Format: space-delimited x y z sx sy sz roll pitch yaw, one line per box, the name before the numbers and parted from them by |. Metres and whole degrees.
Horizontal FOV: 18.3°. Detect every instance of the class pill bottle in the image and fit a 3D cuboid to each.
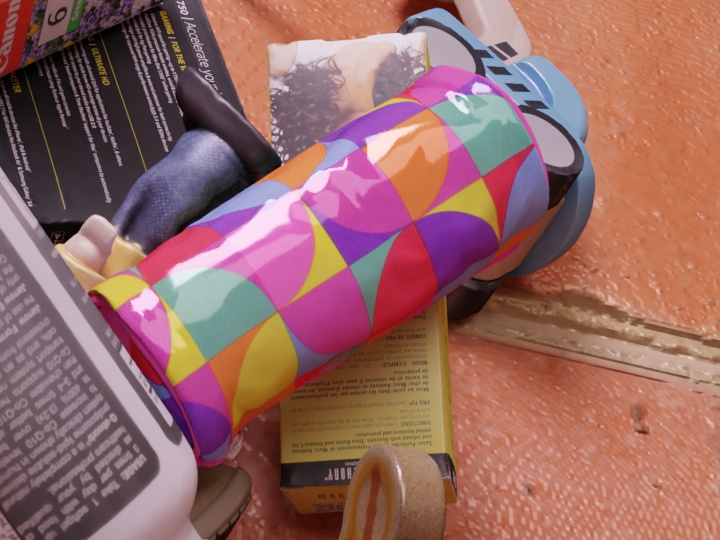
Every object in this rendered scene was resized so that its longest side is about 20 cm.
pill bottle | -0.126 0.059 0.746 0.201 0.115 0.116 56 45 -9

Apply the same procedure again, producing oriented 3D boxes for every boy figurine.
boy figurine | -0.115 0.014 0.918 0.064 0.124 0.200 44 85 9

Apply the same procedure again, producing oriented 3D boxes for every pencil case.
pencil case | -0.017 -0.001 0.876 0.199 0.089 0.088 -35 68 -23

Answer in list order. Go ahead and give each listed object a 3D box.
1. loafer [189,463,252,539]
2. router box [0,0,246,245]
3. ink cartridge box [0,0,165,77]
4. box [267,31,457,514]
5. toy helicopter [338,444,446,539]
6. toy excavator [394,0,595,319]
loafer | -0.121 0.119 0.848 0.068 0.076 0.200 46 48 12
router box | -0.135 -0.079 1.041 0.148 0.051 0.201 -1 48 -25
ink cartridge box | -0.182 -0.139 0.997 0.109 0.051 0.200 36 40 18
box | 0.000 0.000 0.964 0.075 0.050 0.202 -5 73 5
toy helicopter | -0.014 0.150 0.776 0.078 0.201 0.133 10 32 -21
toy excavator | 0.056 -0.088 1.121 0.194 0.100 0.200 45 34 16
